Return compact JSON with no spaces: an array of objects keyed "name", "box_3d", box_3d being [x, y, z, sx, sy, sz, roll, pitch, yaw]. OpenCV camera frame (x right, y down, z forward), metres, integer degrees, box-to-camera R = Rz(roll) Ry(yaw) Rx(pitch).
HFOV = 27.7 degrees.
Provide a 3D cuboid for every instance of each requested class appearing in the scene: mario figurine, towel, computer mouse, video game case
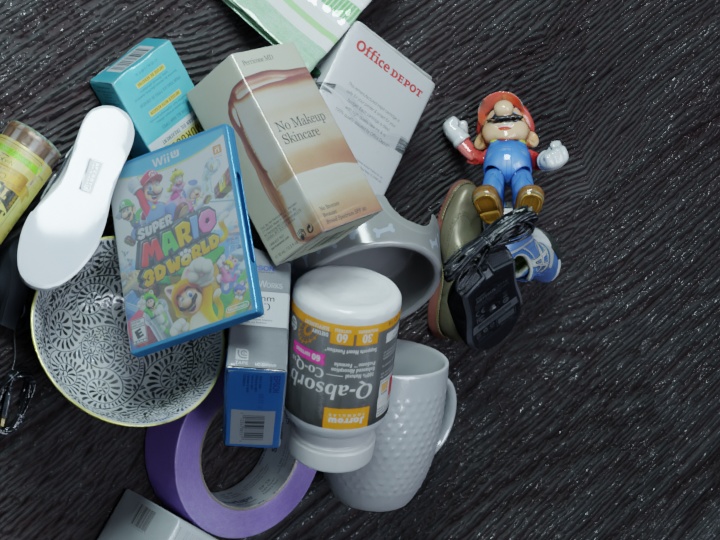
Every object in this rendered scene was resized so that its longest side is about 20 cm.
[{"name":"mario figurine","box_3d":[0.170,-0.150,1.734,0.123,0.106,0.200,25,38,-20]},{"name":"towel","box_3d":[-0.052,-0.330,1.556,0.152,0.023,0.200,40,71,-3]},{"name":"computer mouse","box_3d":[0.143,0.013,1.699,0.138,0.053,0.200,-34,144,-20]},{"name":"video game case","box_3d":[-0.174,-0.030,1.423,0.018,0.143,0.201,32,43,-61]},{"name":"computer mouse","box_3d":[-0.339,0.066,1.444,0.058,0.034,0.201,-1,101,-40]}]

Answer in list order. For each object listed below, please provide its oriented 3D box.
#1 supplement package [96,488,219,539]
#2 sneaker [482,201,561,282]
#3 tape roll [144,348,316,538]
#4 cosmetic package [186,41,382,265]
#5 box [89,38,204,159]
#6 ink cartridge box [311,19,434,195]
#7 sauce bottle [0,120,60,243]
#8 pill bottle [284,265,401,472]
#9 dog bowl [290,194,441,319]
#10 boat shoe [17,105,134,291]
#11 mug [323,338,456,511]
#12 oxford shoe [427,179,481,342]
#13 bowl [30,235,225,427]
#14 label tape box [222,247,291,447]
[{"name":"supplement package","box_3d":[-0.184,0.339,1.578,0.200,0.114,0.110,40,75,-39]},{"name":"sneaker","box_3d":[0.196,-0.018,1.813,0.200,0.075,0.077,35,56,-57]},{"name":"tape roll","box_3d":[-0.138,0.191,1.617,0.199,0.066,0.201,-9,105,-37]},{"name":"cosmetic package","box_3d":[-0.076,-0.120,1.474,0.103,0.087,0.201,-24,83,-48]},{"name":"box","box_3d":[-0.193,-0.134,1.511,0.082,0.049,0.200,-42,123,-25]},{"name":"ink cartridge box","box_3d":[-0.024,-0.159,1.621,0.146,0.084,0.201,33,78,-39]},{"name":"sauce bottle","box_3d":[-0.362,-0.047,1.380,0.065,0.065,0.200,42,71,-37]},{"name":"pill bottle","box_3d":[-0.022,0.105,1.543,0.116,0.116,0.201,-15,122,-37]},{"name":"dog bowl","box_3d":[0.000,0.000,1.621,0.200,0.200,0.059,17,45,-40]},{"name":"boat shoe","box_3d":[-0.281,-0.066,1.428,0.071,0.068,0.201,22,68,-12]},{"name":"mug","box_3d":[0.039,0.179,1.711,0.199,0.147,0.176,-8,110,-44]},{"name":"oxford shoe","box_3d":[0.135,-0.010,1.791,0.070,0.075,0.201,-5,103,-39]},{"name":"bowl","box_3d":[-0.245,0.076,1.464,0.200,0.094,0.202,13,60,-24]},{"name":"label tape box","box_3d":[-0.106,0.059,1.505,0.063,0.201,0.145,3,142,-5]}]
